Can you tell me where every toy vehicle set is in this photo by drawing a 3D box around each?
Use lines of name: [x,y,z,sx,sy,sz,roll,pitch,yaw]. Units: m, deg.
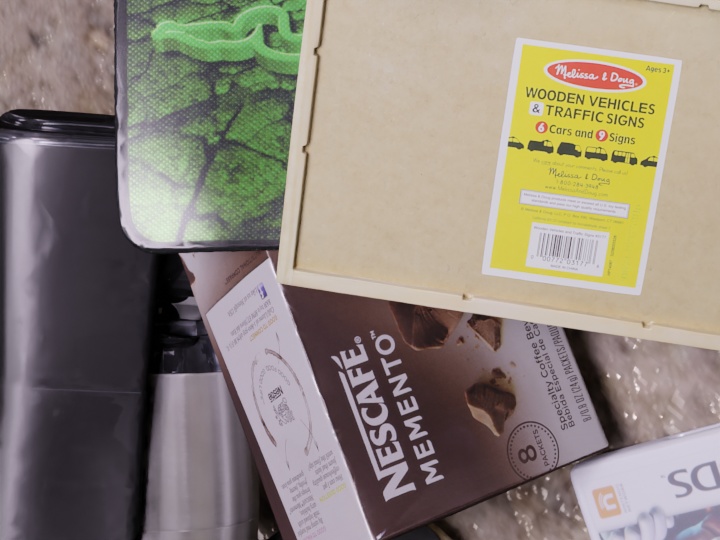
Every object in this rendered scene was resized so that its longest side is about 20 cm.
toy vehicle set: [0.075,-0.043,0.757,0.198,0.027,0.125,9,111,1]

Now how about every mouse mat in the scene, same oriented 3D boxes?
mouse mat: [0.009,-0.088,0.797,0.198,0.008,0.162,-2,87,1]

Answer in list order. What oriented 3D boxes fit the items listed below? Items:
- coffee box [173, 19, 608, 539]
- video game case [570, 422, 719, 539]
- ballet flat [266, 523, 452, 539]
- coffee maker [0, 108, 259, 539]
coffee box: [0.000,0.000,0.855,0.080,0.112,0.201,-28,80,61]
video game case: [0.175,0.147,0.798,0.181,0.023,0.201,-21,87,45]
ballet flat: [-0.024,0.151,0.986,0.199,0.057,0.067,-26,47,42]
coffee maker: [-0.125,0.036,0.926,0.134,0.191,0.202,10,99,53]
